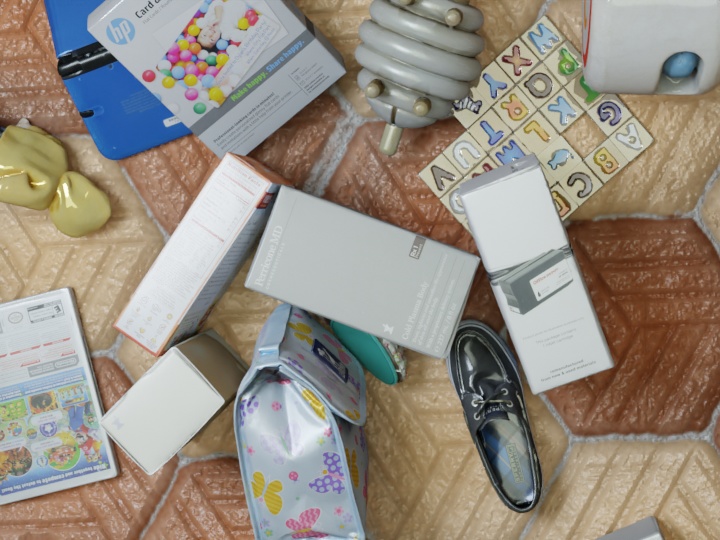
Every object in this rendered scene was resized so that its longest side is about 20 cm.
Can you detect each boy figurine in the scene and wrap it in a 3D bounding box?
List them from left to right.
[{"bbox_3d":[-0.337,-0.105,1.472,0.200,0.125,0.064,32,125,-20],"label":"boy figurine"}]

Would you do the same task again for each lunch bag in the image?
[{"bbox_3d":[-0.053,0.145,1.414,0.127,0.170,0.201,-11,105,5],"label":"lunch bag"}]

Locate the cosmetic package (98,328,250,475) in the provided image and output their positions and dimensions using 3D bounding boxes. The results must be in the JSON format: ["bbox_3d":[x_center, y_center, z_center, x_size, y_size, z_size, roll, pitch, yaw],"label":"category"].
[{"bbox_3d":[-0.170,0.121,1.423,0.105,0.200,0.071,-45,89,6],"label":"cosmetic package"}]

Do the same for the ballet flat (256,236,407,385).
[{"bbox_3d":[-0.016,0.026,1.476,0.200,0.076,0.064,44,62,-5],"label":"ballet flat"}]

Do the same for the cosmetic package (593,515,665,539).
[{"bbox_3d":[0.223,0.332,1.474,0.199,0.074,0.102,-25,92,6],"label":"cosmetic package"}]

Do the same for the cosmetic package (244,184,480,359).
[{"bbox_3d":[0.000,0.000,1.394,0.199,0.090,0.107,18,92,-5],"label":"cosmetic package"}]

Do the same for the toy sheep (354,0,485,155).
[{"bbox_3d":[0.054,-0.205,1.421,0.137,0.138,0.201,25,105,2],"label":"toy sheep"}]

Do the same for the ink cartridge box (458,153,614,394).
[{"bbox_3d":[0.164,0.000,1.414,0.084,0.145,0.201,-20,96,6],"label":"ink cartridge box"}]

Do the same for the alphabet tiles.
[{"bbox_3d":[0.163,-0.125,1.480,0.200,0.008,0.167,-42,90,5],"label":"alphabet tiles"}]

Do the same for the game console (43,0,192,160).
[{"bbox_3d":[-0.199,-0.234,1.493,0.199,0.119,0.171,-19,123,5],"label":"game console"}]

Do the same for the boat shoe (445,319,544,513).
[{"bbox_3d":[0.133,0.147,1.470,0.070,0.066,0.201,-15,93,5],"label":"boat shoe"}]

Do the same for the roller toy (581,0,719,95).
[{"bbox_3d":[0.279,-0.256,1.377,0.139,0.200,0.183,2,117,4],"label":"roller toy"}]

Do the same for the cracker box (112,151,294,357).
[{"bbox_3d":[-0.149,-0.017,1.445,0.058,0.134,0.200,35,95,5],"label":"cracker box"}]

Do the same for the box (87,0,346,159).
[{"bbox_3d":[-0.135,-0.217,1.420,0.156,0.041,0.200,-37,119,14],"label":"box"}]

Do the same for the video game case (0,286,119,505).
[{"bbox_3d":[-0.340,0.130,1.527,0.143,0.018,0.201,-14,92,4],"label":"video game case"}]
